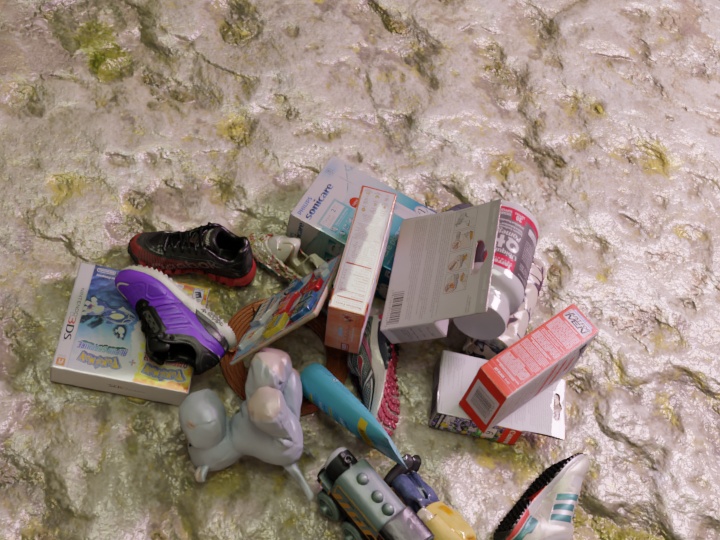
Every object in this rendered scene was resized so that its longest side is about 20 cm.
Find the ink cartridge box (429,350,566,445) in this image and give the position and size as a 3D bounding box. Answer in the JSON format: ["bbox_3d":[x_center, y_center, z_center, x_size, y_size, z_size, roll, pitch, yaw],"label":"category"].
[{"bbox_3d":[0.206,0.197,1.768,0.197,0.051,0.110,14,53,-6],"label":"ink cartridge box"}]

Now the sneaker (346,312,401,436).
[{"bbox_3d":[0.016,0.160,1.737,0.073,0.081,0.203,-9,53,14],"label":"sneaker"}]

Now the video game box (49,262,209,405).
[{"bbox_3d":[-0.329,0.090,1.708,0.196,0.047,0.185,11,56,-7],"label":"video game box"}]

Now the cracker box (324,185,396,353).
[{"bbox_3d":[0.000,0.000,1.710,0.057,0.134,0.203,15,64,3],"label":"cracker box"}]

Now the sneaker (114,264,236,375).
[{"bbox_3d":[-0.278,0.075,1.661,0.199,0.070,0.100,33,56,9],"label":"sneaker"}]

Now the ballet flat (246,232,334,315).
[{"bbox_3d":[-0.092,-0.010,1.825,0.199,0.064,0.076,37,39,11],"label":"ballet flat"}]

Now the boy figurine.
[{"bbox_3d":[0.114,0.340,1.609,0.200,0.124,0.065,44,98,28],"label":"boy figurine"}]

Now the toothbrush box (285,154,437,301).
[{"bbox_3d":[0.000,-0.067,1.876,0.198,0.086,0.147,29,55,8],"label":"toothbrush box"}]

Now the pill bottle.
[{"bbox_3d":[0.198,0.001,1.778,0.109,0.111,0.202,20,52,0],"label":"pill bottle"}]

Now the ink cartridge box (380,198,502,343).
[{"bbox_3d":[0.126,0.002,1.722,0.174,0.045,0.202,-10,51,31],"label":"ink cartridge box"}]

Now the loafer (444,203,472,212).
[{"bbox_3d":[0.137,-0.026,1.902,0.071,0.063,0.201,24,50,6],"label":"loafer"}]

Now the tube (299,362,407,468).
[{"bbox_3d":[-0.010,0.200,1.644,0.051,0.078,0.199,-47,51,-8],"label":"tube"}]

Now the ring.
[{"bbox_3d":[-0.112,0.122,1.758,0.197,0.019,0.203,7,55,-10],"label":"ring"}]

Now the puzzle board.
[{"bbox_3d":[-0.104,0.051,1.669,0.018,0.149,0.200,54,21,-13],"label":"puzzle board"}]

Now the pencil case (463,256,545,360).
[{"bbox_3d":[0.224,0.061,1.848,0.088,0.078,0.202,24,54,2],"label":"pencil case"}]

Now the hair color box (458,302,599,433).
[{"bbox_3d":[0.243,0.140,1.716,0.198,0.112,0.064,-29,67,-30],"label":"hair color box"}]

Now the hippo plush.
[{"bbox_3d":[-0.163,0.204,1.629,0.158,0.202,0.161,-12,37,9],"label":"hippo plush"}]

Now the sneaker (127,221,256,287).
[{"bbox_3d":[-0.251,-0.034,1.782,0.197,0.098,0.072,11,55,-5],"label":"sneaker"}]

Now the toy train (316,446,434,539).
[{"bbox_3d":[0.017,0.327,1.589,0.085,0.115,0.200,-30,67,-30],"label":"toy train"}]

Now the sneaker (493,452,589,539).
[{"bbox_3d":[0.275,0.347,1.681,0.094,0.070,0.199,50,55,0],"label":"sneaker"}]
